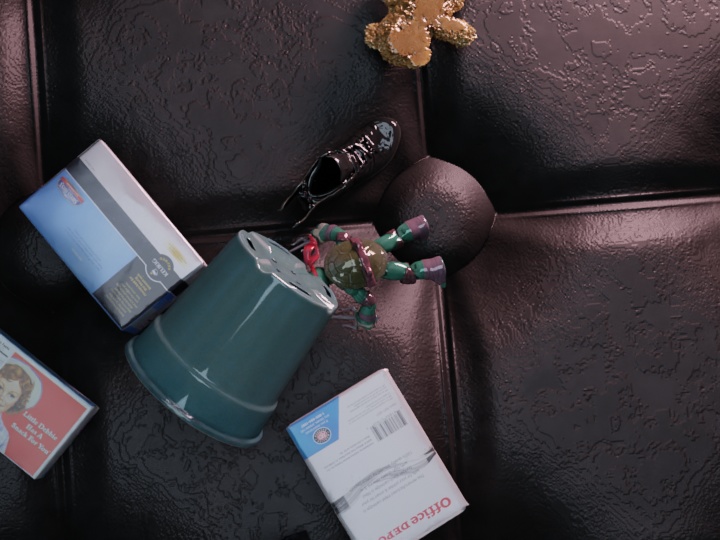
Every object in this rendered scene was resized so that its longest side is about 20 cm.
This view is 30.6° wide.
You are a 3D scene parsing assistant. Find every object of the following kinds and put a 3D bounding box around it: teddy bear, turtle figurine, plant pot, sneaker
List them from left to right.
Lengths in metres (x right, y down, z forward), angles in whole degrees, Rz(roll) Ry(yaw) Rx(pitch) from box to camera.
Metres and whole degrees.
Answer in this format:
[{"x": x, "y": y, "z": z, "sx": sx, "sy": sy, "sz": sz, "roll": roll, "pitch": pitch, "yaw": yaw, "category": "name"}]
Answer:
[{"x": -0.141, "y": 0.071, "z": 1.571, "sx": 0.200, "sy": 0.200, "sz": 0.196, "roll": 39, "pitch": 100, "yaw": 1, "category": "plant pot"}, {"x": -0.022, "y": -0.127, "z": 1.666, "sx": 0.200, "sy": 0.104, "sz": 0.060, "roll": -42, "pitch": 87, "yaw": -6, "category": "sneaker"}, {"x": 0.000, "y": 0.000, "z": 1.664, "sx": 0.200, "sy": 0.101, "sz": 0.150, "roll": -16, "pitch": 86, "yaw": -10, "category": "turtle figurine"}, {"x": 0.086, "y": -0.347, "z": 1.721, "sx": 0.145, "sy": 0.067, "sz": 0.200, "roll": 15, "pitch": 78, "yaw": -11, "category": "teddy bear"}]

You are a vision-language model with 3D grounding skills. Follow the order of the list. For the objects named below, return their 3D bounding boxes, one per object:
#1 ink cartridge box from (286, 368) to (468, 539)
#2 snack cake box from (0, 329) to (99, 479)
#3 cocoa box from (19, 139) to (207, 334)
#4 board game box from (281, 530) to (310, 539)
[{"x": 0.019, "y": 0.244, "z": 1.644, "sx": 0.145, "sy": 0.084, "sz": 0.200, "roll": -31, "pitch": 87, "yaw": -5, "category": "ink cartridge box"}, {"x": -0.440, "y": 0.153, "z": 1.638, "sx": 0.200, "sy": 0.067, "sz": 0.115, "roll": 39, "pitch": 82, "yaw": 1, "category": "snack cake box"}, {"x": -0.300, "y": -0.037, "z": 1.629, "sx": 0.131, "sy": 0.133, "sz": 0.200, "roll": -40, "pitch": 88, "yaw": -5, "category": "cocoa box"}, {"x": -0.066, "y": 0.429, "z": 1.598, "sx": 0.035, "sy": 0.135, "sz": 0.200, "roll": -26, "pitch": 87, "yaw": 22, "category": "board game box"}]
